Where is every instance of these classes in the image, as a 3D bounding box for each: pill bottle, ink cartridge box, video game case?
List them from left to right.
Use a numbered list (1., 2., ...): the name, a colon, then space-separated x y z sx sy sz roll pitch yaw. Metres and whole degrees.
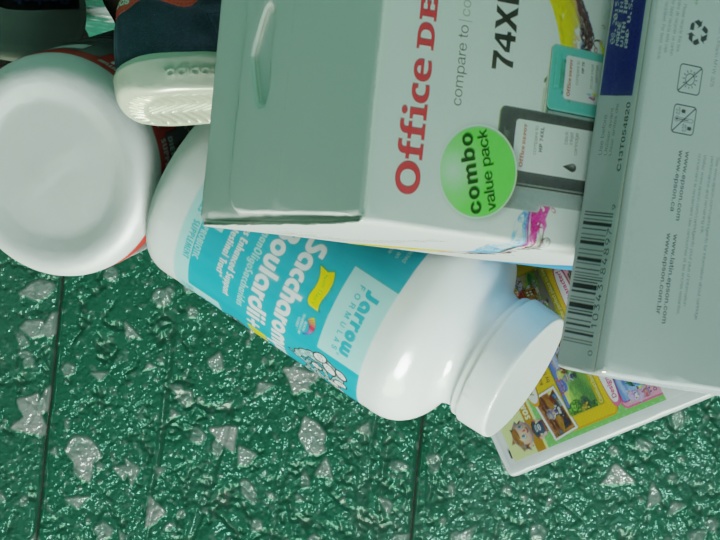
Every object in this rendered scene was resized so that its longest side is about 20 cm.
1. pill bottle: -0.119 -0.073 1.341 0.116 0.116 0.200 5 -165 22
2. pill bottle: 0.000 0.000 1.238 0.200 0.111 0.111 33 -174 17
3. ink cartridge box: 0.053 -0.080 1.101 0.200 0.147 0.146 6 178 -31
4. video game case: 0.108 -0.017 1.251 0.182 0.200 0.022 -26 178 33
5. ink cartridge box: 0.189 -0.042 1.067 0.200 0.200 0.041 9 180 -26

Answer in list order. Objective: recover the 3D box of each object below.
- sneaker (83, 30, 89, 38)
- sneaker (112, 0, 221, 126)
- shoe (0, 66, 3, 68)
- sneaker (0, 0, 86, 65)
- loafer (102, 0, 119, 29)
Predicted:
1. sneaker: -0.207 -0.124 1.575 0.083 0.072 0.200 -34 -150 -12
2. sneaker: -0.022 -0.117 1.199 0.200 0.085 0.075 1 163 -25
3. shoe: -0.284 -0.143 1.450 0.200 0.072 0.091 9 165 5
4. sneaker: -0.250 -0.138 1.312 0.112 0.073 0.200 2 177 37
5. loafer: -0.037 -0.119 1.290 0.199 0.072 0.073 6 178 -13
